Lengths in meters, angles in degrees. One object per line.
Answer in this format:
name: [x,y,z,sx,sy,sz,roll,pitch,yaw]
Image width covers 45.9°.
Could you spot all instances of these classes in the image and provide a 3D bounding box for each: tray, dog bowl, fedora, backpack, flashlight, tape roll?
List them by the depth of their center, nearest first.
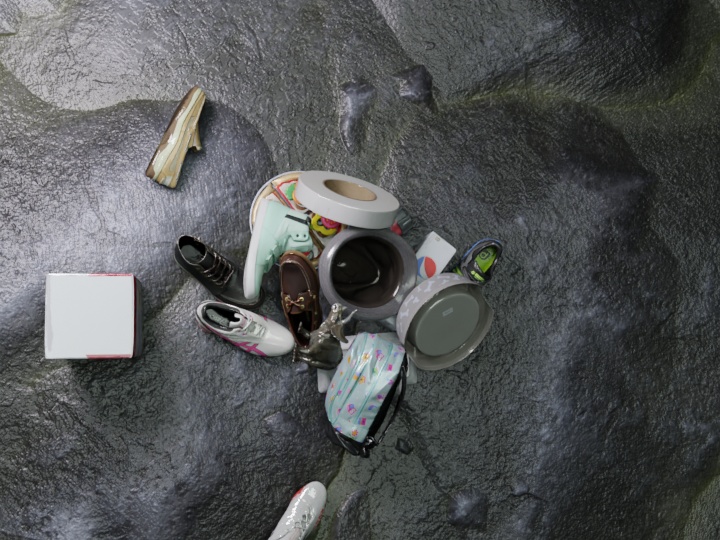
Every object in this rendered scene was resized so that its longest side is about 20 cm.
backpack: [0.008,0.217,1.561,0.126,0.167,0.201,23,105,-9]
fedora: [0.000,0.000,1.596,0.199,0.090,0.178,7,94,-29]
tape roll: [-0.025,-0.135,1.598,0.201,0.203,0.037,15,111,-8]
dog bowl: [0.156,0.093,1.618,0.199,0.059,0.201,-17,129,-22]
tray: [0.015,0.179,1.654,0.199,0.022,0.108,-5,98,-11]
flashlight: [0.010,-0.053,1.673,0.200,0.068,0.068,-37,64,-12]

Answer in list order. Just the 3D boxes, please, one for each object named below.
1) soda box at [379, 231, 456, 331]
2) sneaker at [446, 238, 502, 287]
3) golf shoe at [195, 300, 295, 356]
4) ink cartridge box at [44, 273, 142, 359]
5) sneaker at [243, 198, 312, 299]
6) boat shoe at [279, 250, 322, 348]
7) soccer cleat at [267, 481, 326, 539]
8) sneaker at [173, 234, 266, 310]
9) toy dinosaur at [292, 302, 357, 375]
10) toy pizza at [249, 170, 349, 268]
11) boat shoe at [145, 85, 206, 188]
soda box: [0.103,0.022,1.677,0.064,0.068,0.200,37,78,-4]
sneaker: [0.212,0.014,1.690,0.071,0.083,0.200,40,81,-4]
golf shoe: [-0.216,0.113,1.597,0.199,0.092,0.073,19,79,-9]
ink cartridge box: [-0.464,0.084,1.501,0.144,0.200,0.146,-1,85,-10]
sneaker: [-0.150,-0.033,1.590,0.117,0.074,0.202,14,67,-9]
boat shoe: [-0.110,0.058,1.576,0.070,0.201,0.071,0,40,18]
soccer cleat: [-0.125,0.482,1.569,0.069,0.085,0.200,38,78,-3]
sneaker: [-0.265,0.008,1.593,0.199,0.106,0.075,32,78,-5]
toy dinosaur: [-0.071,0.151,1.566,0.102,0.201,0.077,10,41,-1]
toy pizza: [-0.118,-0.099,1.671,0.199,0.032,0.202,1,83,-10]
boat shoe: [-0.339,-0.254,1.640,0.076,0.072,0.201,28,86,-20]
